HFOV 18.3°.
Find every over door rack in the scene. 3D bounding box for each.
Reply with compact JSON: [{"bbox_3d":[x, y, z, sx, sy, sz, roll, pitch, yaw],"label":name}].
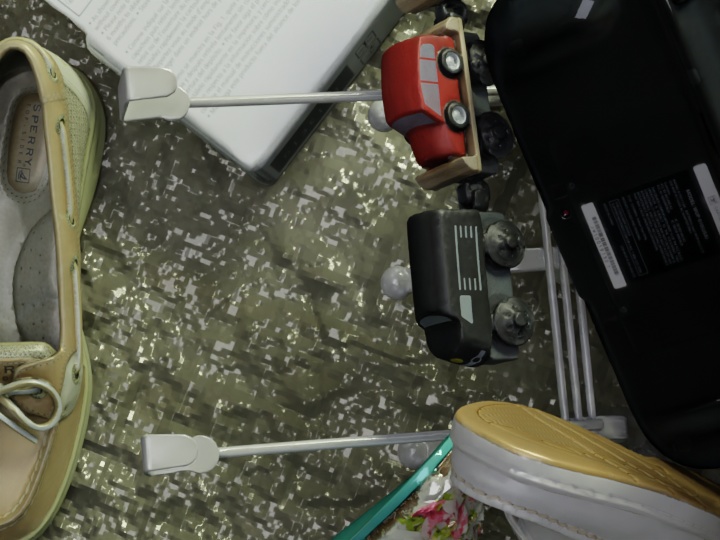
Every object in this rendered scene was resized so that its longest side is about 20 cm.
[{"bbox_3d":[0.000,0.000,0.850,0.199,0.067,0.149,-1,79,-24],"label":"over door rack"}]

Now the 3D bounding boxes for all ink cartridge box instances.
[{"bbox_3d":[-0.046,-0.166,0.913,0.173,0.044,0.200,38,90,11],"label":"ink cartridge box"}]

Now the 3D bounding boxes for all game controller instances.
[{"bbox_3d":[0.120,-0.023,0.802,0.104,0.042,0.201,-16,105,28],"label":"game controller"}]

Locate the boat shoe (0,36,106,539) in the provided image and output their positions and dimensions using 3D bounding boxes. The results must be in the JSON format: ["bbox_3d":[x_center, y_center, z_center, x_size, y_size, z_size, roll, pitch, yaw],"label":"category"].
[{"bbox_3d":[-0.142,0.010,0.894,0.073,0.063,0.202,9,85,8],"label":"boat shoe"}]

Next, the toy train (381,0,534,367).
[{"bbox_3d":[0.028,-0.064,0.816,0.046,0.034,0.201,1,78,-34],"label":"toy train"}]

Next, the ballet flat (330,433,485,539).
[{"bbox_3d":[-0.005,0.133,0.835,0.064,0.076,0.200,47,125,0],"label":"ballet flat"}]

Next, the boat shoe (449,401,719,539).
[{"bbox_3d":[0.089,0.100,0.794,0.071,0.200,0.070,32,95,41],"label":"boat shoe"}]

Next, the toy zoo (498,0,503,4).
[{"bbox_3d":[0.144,-0.049,0.815,0.131,0.020,0.201,-22,103,15],"label":"toy zoo"}]
